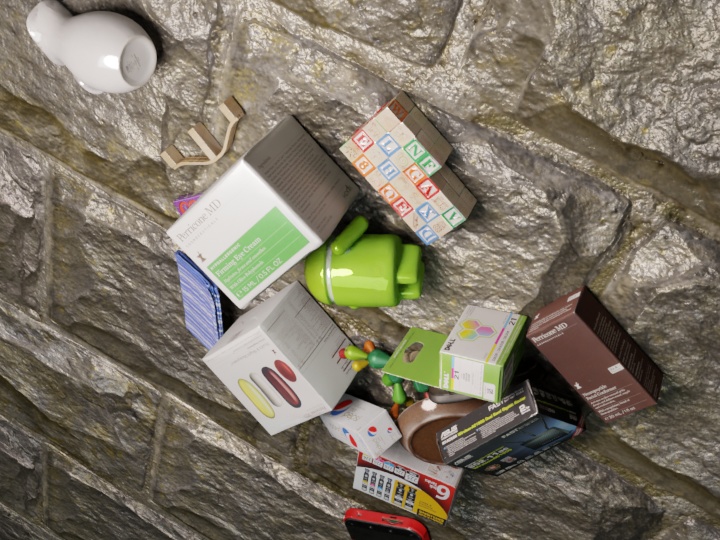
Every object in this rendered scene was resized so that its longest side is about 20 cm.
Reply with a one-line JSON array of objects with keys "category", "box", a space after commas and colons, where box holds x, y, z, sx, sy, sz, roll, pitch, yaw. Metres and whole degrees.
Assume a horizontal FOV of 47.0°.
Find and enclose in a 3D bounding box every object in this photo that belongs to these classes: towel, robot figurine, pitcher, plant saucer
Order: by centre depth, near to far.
[{"category": "robot figurine", "box": [0.000, 0.000, 1.329, 0.199, 0.116, 0.176, 0, 146, 13]}, {"category": "pitcher", "box": [-0.417, -0.339, 1.331, 0.199, 0.121, 0.172, 22, 154, 27]}, {"category": "plant saucer", "box": [0.161, 0.294, 1.480, 0.199, 0.035, 0.201, 0, 136, 0]}, {"category": "towel", "box": [-0.312, 0.072, 1.598, 0.145, 0.024, 0.201, 37, 140, 37]}]

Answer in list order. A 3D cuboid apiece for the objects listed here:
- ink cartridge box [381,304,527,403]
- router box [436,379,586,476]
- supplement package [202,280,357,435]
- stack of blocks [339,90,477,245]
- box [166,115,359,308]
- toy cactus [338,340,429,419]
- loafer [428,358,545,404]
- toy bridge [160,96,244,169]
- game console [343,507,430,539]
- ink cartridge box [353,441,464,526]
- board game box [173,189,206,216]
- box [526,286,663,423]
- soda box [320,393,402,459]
[{"category": "ink cartridge box", "box": [0.150, 0.120, 1.327, 0.199, 0.148, 0.076, 12, 123, 21]}, {"category": "router box", "box": [0.248, 0.265, 1.365, 0.150, 0.062, 0.200, 23, 131, -40]}, {"category": "supplement package", "box": [-0.141, 0.165, 1.528, 0.191, 0.147, 0.200, -31, 105, 42]}, {"category": "stack of blocks", "box": [0.081, -0.148, 1.223, 0.200, 0.059, 0.115, 47, 132, -10]}, {"category": "box", "box": [-0.146, -0.092, 1.279, 0.199, 0.200, 0.171, -37, 102, 31]}, {"category": "toy cactus", "box": [0.063, 0.180, 1.444, 0.200, 0.102, 0.165, 38, 153, -3]}, {"category": "loafer", "box": [0.205, 0.171, 1.369, 0.199, 0.073, 0.072, -12, 98, 10]}, {"category": "toy bridge", "box": [-0.258, -0.214, 1.384, 0.200, 0.027, 0.067, -27, 109, 41]}, {"category": "game console", "box": [0.067, 0.602, 1.834, 0.199, 0.031, 0.177, 2, 129, 29]}, {"category": "ink cartridge box", "box": [0.094, 0.412, 1.630, 0.199, 0.084, 0.176, 19, 132, 15]}, {"category": "board game box", "box": [-0.228, -0.093, 1.462, 0.199, 0.032, 0.120, -9, 115, 34]}, {"category": "box", "box": [0.362, 0.131, 1.273, 0.200, 0.075, 0.100, 47, 133, -8]}, {"category": "soda box", "box": [-0.006, 0.284, 1.535, 0.064, 0.068, 0.200, 59, 160, -15]}]
